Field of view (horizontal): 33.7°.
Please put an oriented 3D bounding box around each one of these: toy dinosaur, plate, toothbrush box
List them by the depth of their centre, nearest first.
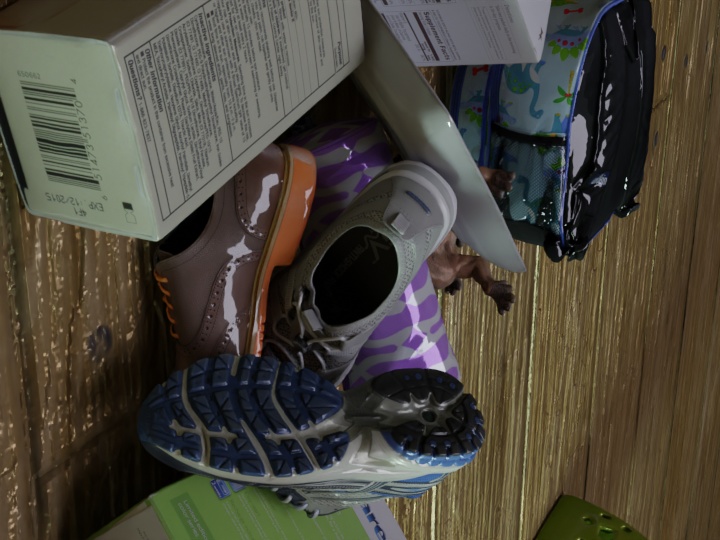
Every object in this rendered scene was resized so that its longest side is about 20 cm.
[{"bbox_3d":[-0.055,0.185,0.700,0.146,0.086,0.199,59,29,8],"label":"toothbrush box"},{"bbox_3d":[0.026,-0.103,0.758,0.032,0.201,0.200,-33,147,3],"label":"plate"},{"bbox_3d":[0.038,-0.038,0.872,0.135,0.086,0.202,22,60,-28],"label":"toy dinosaur"}]

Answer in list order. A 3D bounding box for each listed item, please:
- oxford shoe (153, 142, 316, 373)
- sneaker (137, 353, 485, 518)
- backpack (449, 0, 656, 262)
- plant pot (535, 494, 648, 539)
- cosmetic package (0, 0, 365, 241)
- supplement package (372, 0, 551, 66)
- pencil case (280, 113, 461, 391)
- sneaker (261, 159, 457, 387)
[{"bbox_3d":[-0.091,0.017,0.683,0.072,0.071,0.202,15,97,-26],"label":"oxford shoe"},{"bbox_3d":[-0.030,0.104,0.663,0.085,0.198,0.078,120,-32,-41],"label":"sneaker"},{"bbox_3d":[0.160,-0.137,0.998,0.183,0.146,0.202,-33,132,-53],"label":"backpack"},{"bbox_3d":[0.299,0.431,1.470,0.200,0.180,0.201,-43,138,-47],"label":"plant pot"},{"bbox_3d":[-0.085,-0.113,0.596,0.200,0.087,0.104,-46,138,-45],"label":"cosmetic package"},{"bbox_3d":[0.055,-0.253,0.763,0.200,0.110,0.157,53,45,-57],"label":"supplement package"},{"bbox_3d":[0.000,0.000,0.756,0.085,0.084,0.202,-24,103,-15],"label":"pencil case"},{"bbox_3d":[-0.027,0.022,0.686,0.201,0.075,0.082,-55,176,27],"label":"sneaker"}]
